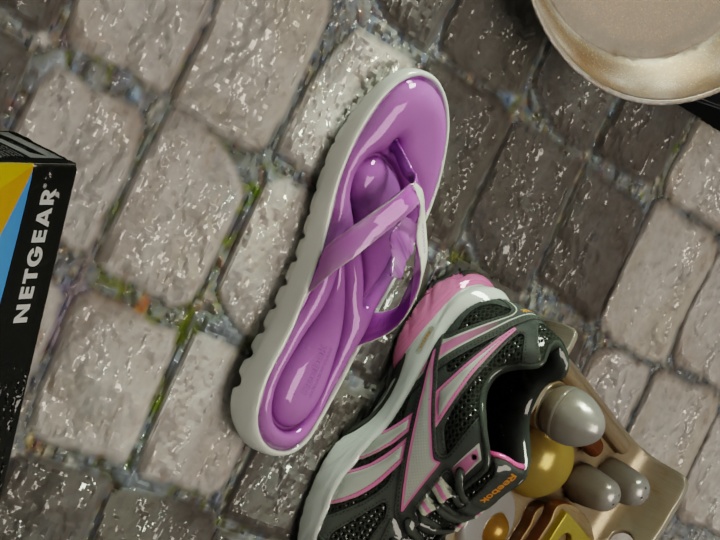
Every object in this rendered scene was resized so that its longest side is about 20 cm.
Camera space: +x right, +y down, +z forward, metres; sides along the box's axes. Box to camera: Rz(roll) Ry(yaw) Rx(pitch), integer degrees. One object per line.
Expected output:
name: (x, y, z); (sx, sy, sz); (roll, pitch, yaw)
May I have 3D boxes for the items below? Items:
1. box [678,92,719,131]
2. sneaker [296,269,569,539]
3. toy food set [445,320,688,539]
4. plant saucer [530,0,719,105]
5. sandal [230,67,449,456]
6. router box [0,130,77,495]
box: (0.284, -0.153, 1.571); (0.200, 0.124, 0.198); (22, 90, -53)
sneaker: (0.039, 0.102, 1.441); (0.080, 0.086, 0.201); (21, 93, -52)
toy food set: (0.112, 0.133, 1.569); (0.144, 0.060, 0.200); (-56, 142, -12)
plant saucer: (0.159, -0.186, 1.431); (0.199, 0.032, 0.201); (-10, 109, -29)
sandal: (0.004, 0.002, 1.372); (0.082, 0.050, 0.204); (22, 92, -53)
router box: (-0.204, 0.043, 1.137); (0.149, 0.051, 0.201); (-2, 111, -49)
